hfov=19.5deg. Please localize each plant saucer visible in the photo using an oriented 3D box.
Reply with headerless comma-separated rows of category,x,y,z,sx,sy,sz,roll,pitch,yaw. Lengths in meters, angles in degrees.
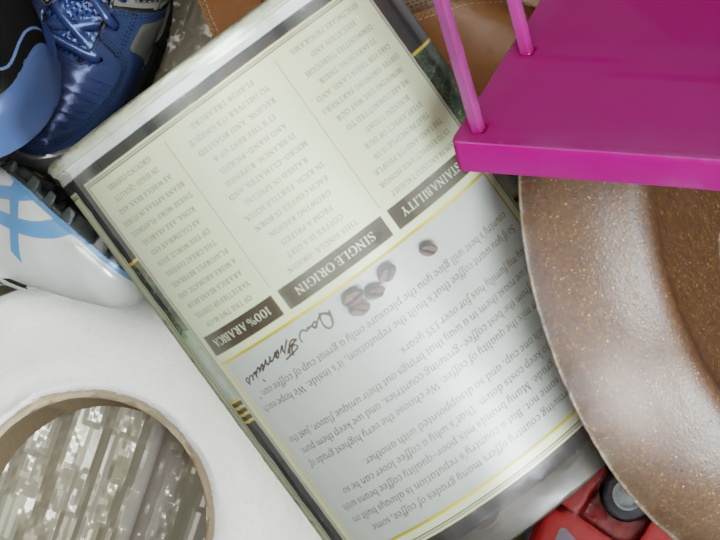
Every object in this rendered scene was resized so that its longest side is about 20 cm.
plant saucer,0.130,0.005,0.773,0.036,0.200,0.202,-22,77,35

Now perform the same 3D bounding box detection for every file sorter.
file sorter,0.119,-0.138,0.709,0.138,0.126,0.200,5,42,28

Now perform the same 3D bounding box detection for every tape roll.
tape roll,-0.110,0.104,0.861,0.201,0.037,0.205,-1,81,7

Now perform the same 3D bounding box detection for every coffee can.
coffee can,0.000,0.000,0.783,0.146,0.146,0.201,-36,96,0

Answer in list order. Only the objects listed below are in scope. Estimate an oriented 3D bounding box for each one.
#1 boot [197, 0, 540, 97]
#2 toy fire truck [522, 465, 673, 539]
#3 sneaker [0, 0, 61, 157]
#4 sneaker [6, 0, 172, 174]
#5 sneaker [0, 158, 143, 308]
boot,0.033,-0.069,0.863,0.154,0.074,0.201,-26,80,9
toy fire truck,0.133,0.178,0.815,0.199,0.049,0.142,32,87,11
sneaker,-0.180,-0.129,0.847,0.070,0.078,0.201,-31,51,2
sneaker,-0.109,-0.138,0.880,0.075,0.077,0.201,19,86,8
sneaker,-0.169,-0.018,0.860,0.199,0.072,0.073,21,84,26
